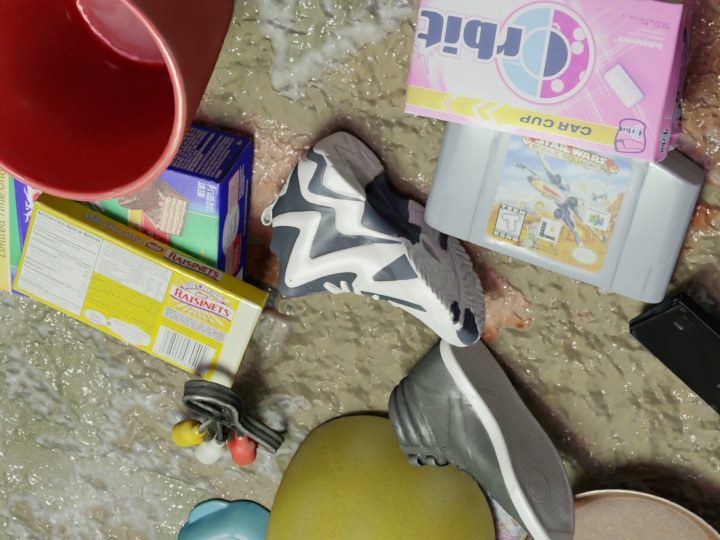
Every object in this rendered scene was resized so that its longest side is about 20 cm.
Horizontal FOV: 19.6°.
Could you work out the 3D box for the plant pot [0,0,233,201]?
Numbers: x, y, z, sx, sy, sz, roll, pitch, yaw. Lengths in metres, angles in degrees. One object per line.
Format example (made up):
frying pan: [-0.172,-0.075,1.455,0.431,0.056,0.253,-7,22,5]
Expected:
plant pot: [-0.191,-0.180,1.563,0.200,0.177,0.201,11,125,15]

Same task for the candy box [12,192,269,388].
candy box: [-0.180,0.016,1.684,0.200,0.026,0.102,25,129,2]

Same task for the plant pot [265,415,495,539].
plant pot: [-0.005,0.244,1.769,0.200,0.142,0.201,14,123,23]

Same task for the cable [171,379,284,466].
cable: [-0.112,0.136,1.762,0.097,0.050,0.200,18,169,-1]

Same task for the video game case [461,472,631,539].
video game case: [0.149,0.250,1.805,0.200,0.018,0.143,26,128,4]

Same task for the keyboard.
keyboard: [0.311,0.082,1.629,0.200,0.040,0.104,41,146,-14]

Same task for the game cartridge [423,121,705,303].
game cartridge: [0.154,-0.062,1.592,0.199,0.042,0.133,19,130,9]

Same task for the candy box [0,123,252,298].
candy box: [-0.197,-0.046,1.714,0.199,0.077,0.169,15,127,13]

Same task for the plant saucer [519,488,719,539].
plant saucer: [0.228,0.259,1.745,0.200,0.037,0.201,8,120,15]

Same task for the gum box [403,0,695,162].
gum box: [0.141,-0.155,1.498,0.199,0.066,0.114,12,106,14]

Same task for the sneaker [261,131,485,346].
sneaker: [0.000,0.000,1.665,0.199,0.080,0.130,45,127,-10]

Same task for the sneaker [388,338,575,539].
sneaker: [0.097,0.154,1.714,0.099,0.071,0.200,-35,82,37]

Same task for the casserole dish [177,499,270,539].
casserole dish: [-0.092,0.298,1.920,0.121,0.039,0.200,-27,109,33]
